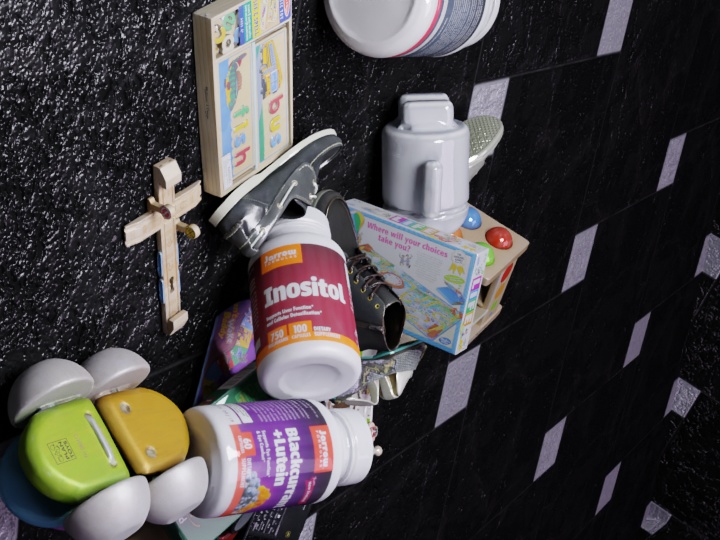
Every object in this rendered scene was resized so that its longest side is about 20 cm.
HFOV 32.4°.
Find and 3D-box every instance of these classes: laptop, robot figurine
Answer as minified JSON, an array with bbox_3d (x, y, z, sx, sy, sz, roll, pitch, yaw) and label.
[{"bbox_3d":[-0.086,0.273,1.581,0.199,0.103,0.179,25,88,-47],"label":"laptop"},{"bbox_3d":[0.083,-0.124,1.591,0.170,0.112,0.202,-90,179,-70],"label":"robot figurine"}]

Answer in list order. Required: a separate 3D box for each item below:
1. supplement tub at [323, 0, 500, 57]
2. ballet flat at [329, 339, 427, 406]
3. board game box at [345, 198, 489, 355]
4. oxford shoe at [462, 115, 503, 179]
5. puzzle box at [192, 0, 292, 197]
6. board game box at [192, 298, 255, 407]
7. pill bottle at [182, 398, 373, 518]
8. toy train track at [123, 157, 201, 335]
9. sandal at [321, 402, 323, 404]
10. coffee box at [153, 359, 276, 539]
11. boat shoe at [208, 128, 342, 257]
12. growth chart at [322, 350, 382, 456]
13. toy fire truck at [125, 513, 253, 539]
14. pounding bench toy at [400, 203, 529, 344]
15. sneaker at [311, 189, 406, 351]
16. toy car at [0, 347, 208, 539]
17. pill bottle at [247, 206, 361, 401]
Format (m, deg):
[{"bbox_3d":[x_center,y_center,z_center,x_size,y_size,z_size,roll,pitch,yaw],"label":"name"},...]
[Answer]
[{"bbox_3d":[0.062,-0.312,1.400,0.199,0.139,0.142,-16,123,-58],"label":"supplement tub"},{"bbox_3d":[0.019,0.133,1.561,0.199,0.072,0.073,-8,117,-51],"label":"ballet flat"},{"bbox_3d":[0.054,0.006,1.550,0.034,0.199,0.136,-22,128,-55],"label":"board game box"},{"bbox_3d":[0.129,-0.139,1.729,0.200,0.075,0.058,-50,143,-20],"label":"oxford shoe"},{"bbox_3d":[-0.117,-0.191,1.279,0.133,0.025,0.202,-42,143,-44],"label":"puzzle box"},{"bbox_3d":[-0.108,0.132,1.424,0.157,0.039,0.202,20,80,-39],"label":"board game box"},{"bbox_3d":[-0.088,0.191,1.287,0.199,0.111,0.112,0,111,-39],"label":"pill bottle"},{"bbox_3d":[-0.187,-0.018,1.263,0.115,0.032,0.202,-39,142,-45],"label":"toy train track"},{"bbox_3d":[-0.053,0.102,1.594,0.082,0.054,0.201,-51,135,-43],"label":"sandal"},{"bbox_3d":[-0.147,0.198,1.342,0.200,0.044,0.124,-40,108,-32],"label":"coffee box"},{"bbox_3d":[-0.080,-0.087,1.358,0.200,0.068,0.072,-44,176,-39],"label":"boat shoe"},{"bbox_3d":[-0.012,0.149,1.599,0.144,0.018,0.202,-3,96,-58],"label":"growth chart"},{"bbox_3d":[-0.204,0.338,1.422,0.176,0.128,0.201,-39,159,-38],"label":"toy fire truck"},{"bbox_3d":[0.123,0.015,1.736,0.200,0.124,0.157,-38,154,-45],"label":"pounding bench toy"},{"bbox_3d":[0.000,0.000,1.499,0.075,0.106,0.202,-19,104,-48],"label":"sneaker"},{"bbox_3d":[-0.257,0.180,1.172,0.150,0.176,0.199,-39,166,26],"label":"toy car"},{"bbox_3d":[-0.065,0.033,1.357,0.113,0.112,0.201,66,12,-55],"label":"pill bottle"}]
